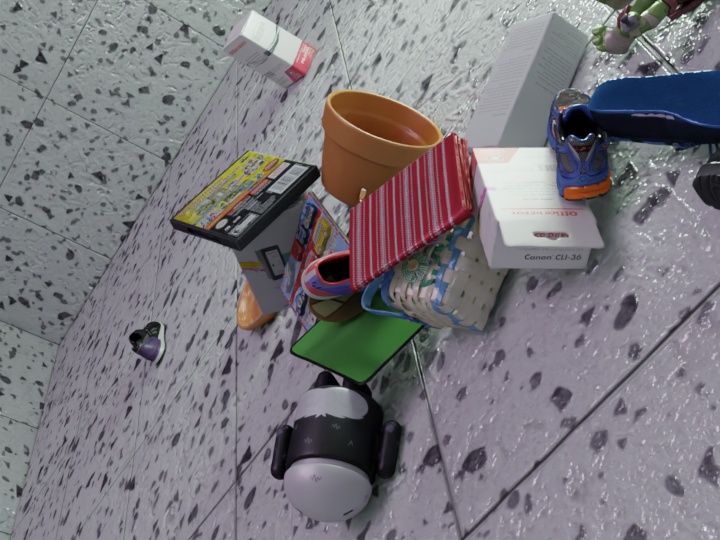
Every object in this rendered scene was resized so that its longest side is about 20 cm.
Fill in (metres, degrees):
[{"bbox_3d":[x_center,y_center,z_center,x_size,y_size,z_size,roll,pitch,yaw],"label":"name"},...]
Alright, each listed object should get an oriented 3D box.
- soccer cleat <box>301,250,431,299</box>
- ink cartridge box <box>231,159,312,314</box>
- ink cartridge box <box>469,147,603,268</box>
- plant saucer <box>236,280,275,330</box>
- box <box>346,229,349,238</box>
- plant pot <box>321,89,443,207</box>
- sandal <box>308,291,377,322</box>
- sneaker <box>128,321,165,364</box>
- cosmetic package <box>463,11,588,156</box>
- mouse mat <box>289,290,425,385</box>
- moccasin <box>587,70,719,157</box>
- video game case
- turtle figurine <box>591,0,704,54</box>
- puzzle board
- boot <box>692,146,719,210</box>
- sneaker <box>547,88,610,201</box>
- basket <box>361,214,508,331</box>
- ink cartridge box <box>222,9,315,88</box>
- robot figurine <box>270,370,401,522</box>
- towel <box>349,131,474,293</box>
[{"bbox_3d":[0.016,-0.005,1.303,0.073,0.198,0.069,130,126,-71],"label":"soccer cleat"},{"bbox_3d":[-0.138,-0.058,1.608,0.145,0.201,0.147,-16,36,6],"label":"ink cartridge box"},{"bbox_3d":[0.196,-0.063,1.059,0.201,0.115,0.068,-95,7,-52],"label":"ink cartridge box"},{"bbox_3d":[-0.189,0.033,1.880,0.200,0.037,0.201,-45,29,34],"label":"plant saucer"},{"bbox_3d":[0.003,0.024,1.475,0.201,0.047,0.193,-66,23,-6],"label":"box"},{"bbox_3d":[0.019,-0.189,1.509,0.201,0.198,0.141,-103,29,-56],"label":"plant pot"},{"bbox_3d":[0.000,0.000,1.366,0.200,0.080,0.054,-52,1,-19],"label":"sandal"},{"bbox_3d":[-0.578,0.175,2.479,0.076,0.087,0.200,-60,23,7],"label":"sneaker"},{"bbox_3d":[0.223,-0.241,1.261,0.201,0.071,0.101,-66,24,-5],"label":"cosmetic package"},{"bbox_3d":[0.001,0.086,1.307,0.161,0.008,0.199,-42,29,-21],"label":"mouse mat"},{"bbox_3d":[0.334,-0.161,0.941,0.199,0.068,0.081,19,68,44],"label":"moccasin"},{"bbox_3d":[-0.191,-0.120,1.523,0.180,0.026,0.200,17,53,41],"label":"video game case"},{"bbox_3d":[0.308,-0.339,1.062,0.199,0.145,0.194,-25,-7,-16],"label":"turtle figurine"},{"bbox_3d":[-0.077,-0.002,1.473,0.151,0.017,0.201,54,136,41],"label":"puzzle board"},{"bbox_3d":[0.402,-0.136,0.793,0.164,0.066,0.201,18,64,40],"label":"boot"},{"bbox_3d":[0.255,-0.164,1.063,0.201,0.075,0.079,-86,-13,-53],"label":"sneaker"},{"bbox_3d":[0.095,-0.013,1.205,0.199,0.139,0.177,10,74,57],"label":"basket"},{"bbox_3d":[-0.241,-0.579,2.420,0.144,0.199,0.085,-11,56,61],"label":"ink cartridge box"},{"bbox_3d":[-0.034,0.236,1.240,0.150,0.124,0.201,-40,32,48],"label":"robot figurine"},{"bbox_3d":[0.060,-0.071,1.152,0.199,0.022,0.145,-34,39,32],"label":"towel"}]
